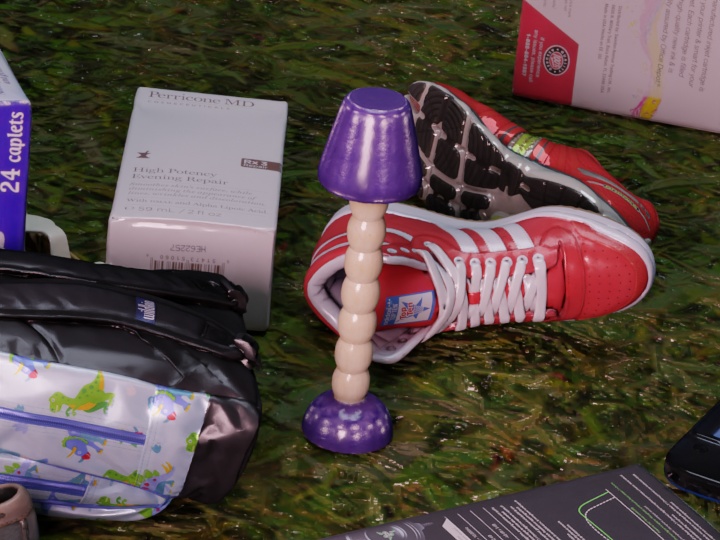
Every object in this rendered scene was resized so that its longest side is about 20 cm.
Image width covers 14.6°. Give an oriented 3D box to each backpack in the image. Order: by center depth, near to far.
[{"bbox_3d":[-0.168,0.054,1.441,0.200,0.154,0.163,20,23,-22],"label":"backpack"}]

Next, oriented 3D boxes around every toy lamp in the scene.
[{"bbox_3d":[0.000,0.000,1.496,0.058,0.201,0.058,4,25,-2],"label":"toy lamp"}]

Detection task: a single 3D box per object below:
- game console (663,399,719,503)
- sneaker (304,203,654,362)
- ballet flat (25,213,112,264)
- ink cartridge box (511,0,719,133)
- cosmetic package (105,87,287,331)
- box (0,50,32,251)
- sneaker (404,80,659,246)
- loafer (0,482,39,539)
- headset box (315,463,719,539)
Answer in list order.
[{"bbox_3d":[0.284,0.056,1.538,0.170,0.119,0.200,19,28,23],"label":"game console"},{"bbox_3d":[0.065,0.009,1.624,0.199,0.071,0.113,4,21,13],"label":"sneaker"},{"bbox_3d":[-0.168,0.014,1.589,0.069,0.063,0.200,-16,34,-40],"label":"ballet flat"},{"bbox_3d":[0.216,-0.185,1.983,0.199,0.148,0.086,11,28,8],"label":"ink cartridge box"},{"bbox_3d":[-0.098,-0.040,1.706,0.101,0.074,0.200,5,27,-3],"label":"cosmetic package"},{"bbox_3d":[-0.286,-0.024,1.504,0.199,0.184,0.105,-5,30,-21],"label":"box"},{"bbox_3d":[0.106,-0.058,1.799,0.200,0.077,0.085,37,33,30],"label":"sneaker"},{"bbox_3d":[-0.252,0.129,1.335,0.199,0.063,0.072,0,26,-13],"label":"loafer"},{"bbox_3d":[0.048,0.192,1.148,0.199,0.175,0.093,-11,31,-29],"label":"headset box"}]
